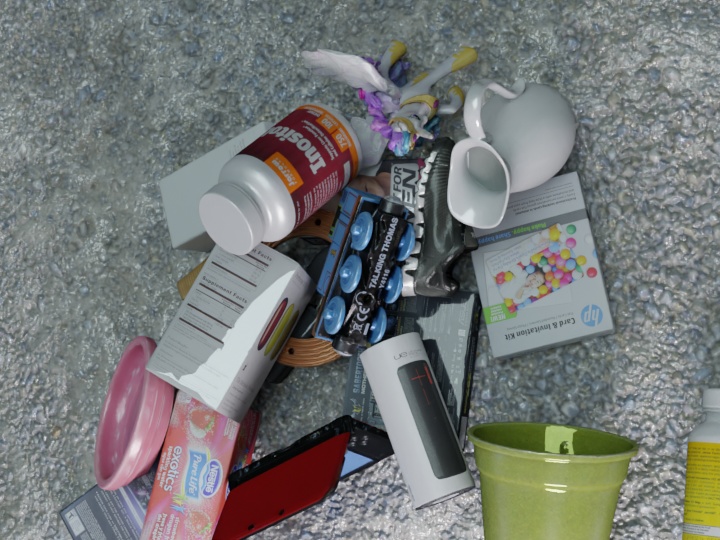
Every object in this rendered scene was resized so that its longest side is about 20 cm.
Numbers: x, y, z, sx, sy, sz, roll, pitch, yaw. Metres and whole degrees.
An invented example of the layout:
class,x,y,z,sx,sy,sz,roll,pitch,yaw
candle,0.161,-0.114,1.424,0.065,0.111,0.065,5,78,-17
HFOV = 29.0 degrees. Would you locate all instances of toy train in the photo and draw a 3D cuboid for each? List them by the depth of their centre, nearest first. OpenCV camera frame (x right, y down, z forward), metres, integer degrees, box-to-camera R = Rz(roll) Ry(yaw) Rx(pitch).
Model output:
class,x,y,z,sx,sy,sz,roll,pitch,yaw
toy train,0.000,0.000,1.685,0.114,0.086,0.202,38,112,63

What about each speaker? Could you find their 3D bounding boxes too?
class,x,y,z,sx,sy,sz,roll,pitch,yaw
speaker,0.067,0.179,1.673,0.081,0.081,0.202,-23,76,13

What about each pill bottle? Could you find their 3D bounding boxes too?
class,x,y,z,sx,sy,sz,roll,pitch,yaw
pill bottle,0.426,0.239,1.581,0.111,0.112,0.203,3,82,18
pill bottle,-0.096,-0.107,1.665,0.112,0.114,0.200,33,52,19

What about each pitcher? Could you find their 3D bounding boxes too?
class,x,y,z,sx,sy,sz,roll,pitch,yaw
pitcher,0.179,-0.169,1.661,0.120,0.200,0.173,15,126,28

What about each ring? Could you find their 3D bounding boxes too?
class,x,y,z,sx,sy,sz,roll,pitch,yaw
ring,-0.069,0.022,1.768,0.198,0.019,0.203,-2,84,15

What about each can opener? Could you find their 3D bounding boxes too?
class,x,y,z,sx,sy,sz,roll,pitch,yaw
can opener,-0.071,0.053,1.803,0.067,0.053,0.200,42,96,16

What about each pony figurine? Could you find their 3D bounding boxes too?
class,x,y,z,sx,sy,sz,roll,pitch,yaw
pony figurine,0.034,-0.216,1.740,0.191,0.200,0.168,10,129,24

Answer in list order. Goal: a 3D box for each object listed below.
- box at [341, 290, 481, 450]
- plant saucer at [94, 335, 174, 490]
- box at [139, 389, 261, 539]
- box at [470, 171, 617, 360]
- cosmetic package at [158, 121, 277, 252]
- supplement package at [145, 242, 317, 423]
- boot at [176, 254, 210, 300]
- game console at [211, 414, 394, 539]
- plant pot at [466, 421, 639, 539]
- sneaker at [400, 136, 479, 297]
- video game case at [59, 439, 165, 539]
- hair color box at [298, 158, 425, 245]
class,x,y,z,sx,sy,sz,roll,pitch,yaw
box,0.064,0.120,1.751,0.156,0.051,0.203,5,84,18
plant saucer,-0.290,0.188,1.806,0.050,0.200,0.203,16,86,-21
box,-0.202,0.264,1.775,0.094,0.100,0.202,11,78,13
box,0.219,-0.005,1.726,0.154,0.041,0.202,-14,78,16
cosmetic package,-0.165,-0.106,1.819,0.199,0.074,0.103,-24,72,35
supplement package,-0.155,0.067,1.705,0.109,0.114,0.201,27,83,16
boot,-0.148,0.056,1.820,0.143,0.071,0.203,-30,70,12
game console,-0.062,0.269,1.672,0.199,0.172,0.120,-29,54,28
plant pot,0.217,0.285,1.617,0.198,0.200,0.187,4,94,18
sneaker,0.106,-0.059,1.698,0.089,0.066,0.203,12,92,15
video game case,-0.291,0.327,1.852,0.199,0.019,0.144,-36,73,8
hair color box,0.022,-0.088,1.792,0.198,0.060,0.101,-1,81,18
